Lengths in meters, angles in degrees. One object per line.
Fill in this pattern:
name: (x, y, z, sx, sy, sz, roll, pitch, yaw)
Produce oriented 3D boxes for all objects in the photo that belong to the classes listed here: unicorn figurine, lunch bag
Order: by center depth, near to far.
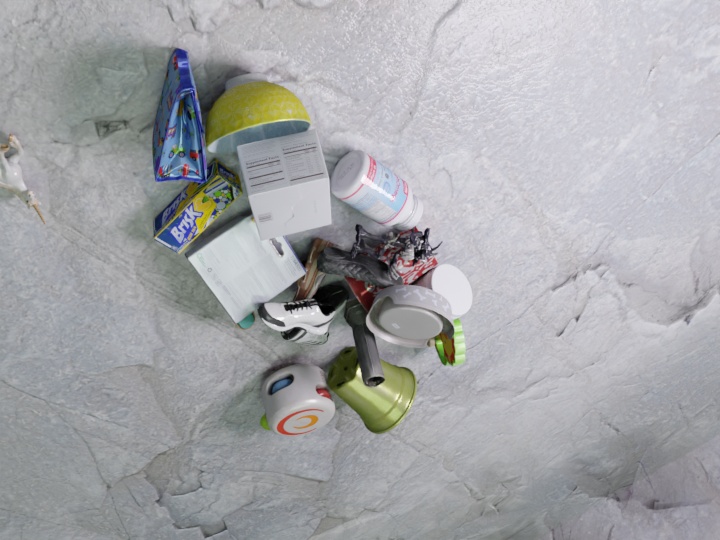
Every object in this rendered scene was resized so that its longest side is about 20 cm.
lunch bag: (-0.318, -0.280, 1.201, 0.093, 0.151, 0.201, -1, 131, -17)
unicorn figurine: (-0.662, -0.182, 1.241, 0.198, 0.074, 0.138, 15, 136, -11)

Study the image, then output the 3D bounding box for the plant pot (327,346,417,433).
plant pot: (0.018, 0.304, 1.825, 0.200, 0.201, 0.184, -42, 119, 20)

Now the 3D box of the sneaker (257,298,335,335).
sneaker: (-0.142, 0.092, 1.550, 0.199, 0.074, 0.080, 9, 131, -41)

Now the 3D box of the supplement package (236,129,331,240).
supplement package: (-0.145, -0.163, 1.341, 0.154, 0.112, 0.200, -13, 159, -6)

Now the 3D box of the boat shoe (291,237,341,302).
boat shoe: (-0.117, 0.004, 1.586, 0.071, 0.076, 0.201, 32, 118, -2)

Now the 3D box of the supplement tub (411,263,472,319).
supplement tub: (0.158, 0.079, 1.649, 0.131, 0.133, 0.200, 17, 148, -30)

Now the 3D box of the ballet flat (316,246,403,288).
ballet flat: (0.000, 0.000, 1.509, 0.198, 0.067, 0.057, 19, 130, -5)

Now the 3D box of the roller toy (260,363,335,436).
roller toy: (-0.165, 0.339, 1.814, 0.198, 0.141, 0.183, -2, 141, -23)

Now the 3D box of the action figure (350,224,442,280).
action figure: (0.081, -0.039, 1.463, 0.198, 0.103, 0.119, 8, 140, -11)

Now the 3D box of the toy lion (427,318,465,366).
toy lion: (0.224, 0.171, 1.754, 0.068, 0.192, 0.201, -10, 134, -8)

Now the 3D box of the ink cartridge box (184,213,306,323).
ink cartridge box: (-0.247, -0.015, 1.497, 0.199, 0.043, 0.197, -36, 121, -10)

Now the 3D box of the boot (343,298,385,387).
boot: (0.015, 0.184, 1.663, 0.072, 0.201, 0.182, -22, 161, 2)

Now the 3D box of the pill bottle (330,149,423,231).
pill bottle: (0.040, -0.163, 1.453, 0.199, 0.109, 0.109, 29, 117, -36)

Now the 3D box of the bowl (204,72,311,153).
bowl: (-0.197, -0.293, 1.245, 0.198, 0.200, 0.109, -15, 91, -4)

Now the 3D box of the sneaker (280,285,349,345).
sneaker: (-0.094, 0.116, 1.700, 0.200, 0.076, 0.115, -36, 146, 14)

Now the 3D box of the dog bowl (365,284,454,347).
dog bowl: (0.113, 0.101, 1.519, 0.198, 0.059, 0.201, 9, 148, 5)

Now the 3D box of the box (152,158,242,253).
box: (-0.334, -0.129, 1.392, 0.200, 0.065, 0.070, -40, 131, 18)

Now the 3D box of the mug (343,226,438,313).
mug: (0.070, -0.013, 1.612, 0.199, 0.178, 0.134, -33, 95, 6)

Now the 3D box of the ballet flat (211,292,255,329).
ballet flat: (-0.304, 0.049, 1.557, 0.068, 0.063, 0.201, -30, 120, -18)
